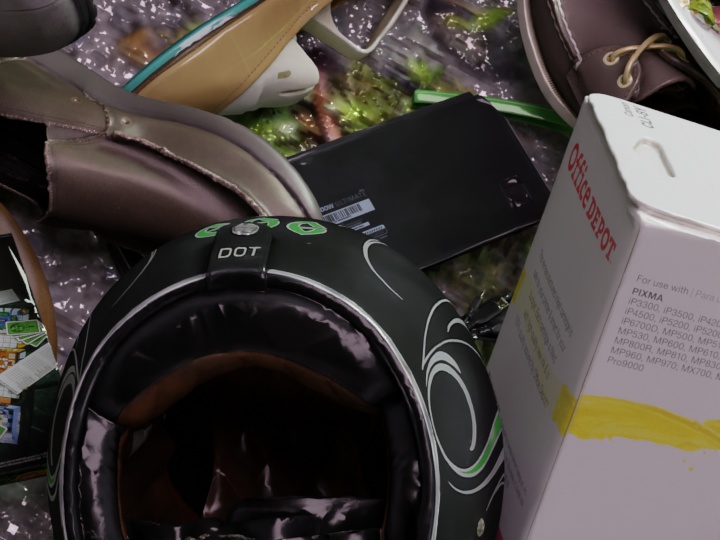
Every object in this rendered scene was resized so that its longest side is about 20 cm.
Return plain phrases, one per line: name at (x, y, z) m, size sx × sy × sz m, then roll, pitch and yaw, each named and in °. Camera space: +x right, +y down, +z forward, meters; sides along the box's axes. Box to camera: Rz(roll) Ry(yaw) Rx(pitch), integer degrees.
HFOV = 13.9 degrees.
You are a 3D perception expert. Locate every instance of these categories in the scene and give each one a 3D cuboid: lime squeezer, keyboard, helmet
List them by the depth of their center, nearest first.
helmet at (-0.033, 0.079, 1.178) m, size 0.200 × 0.191 × 0.200 m, roll 0°, pitch 88°, yaw 6°
keyboard at (0.000, 0.000, 1.322) m, size 0.200 × 0.021 × 0.127 m, roll -21°, pitch 66°, yaw -19°
lime squeezer at (0.121, -0.041, 1.388) m, size 0.200 × 0.038 × 0.071 m, roll 40°, pitch 92°, yaw 3°

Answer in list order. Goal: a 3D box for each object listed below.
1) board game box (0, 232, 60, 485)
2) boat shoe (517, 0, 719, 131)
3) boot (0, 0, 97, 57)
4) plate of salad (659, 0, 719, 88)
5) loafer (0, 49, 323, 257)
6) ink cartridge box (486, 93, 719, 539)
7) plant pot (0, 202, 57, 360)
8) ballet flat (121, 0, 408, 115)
board game box at (-0.216, 0.049, 1.188) m, size 0.200 × 0.023 × 0.105 m, roll -10°, pitch 75°, yaw -33°
boat shoe at (0.135, -0.071, 1.342) m, size 0.072 × 0.060 × 0.200 m, roll -19°, pitch 72°, yaw -19°
boot at (-0.209, -0.085, 1.225) m, size 0.132 × 0.200 × 0.070 m, roll -47°, pitch 121°, yaw -34°
plate of salad at (0.196, -0.118, 1.384) m, size 0.200 × 0.048 × 0.200 m, roll 40°, pitch 26°, yaw -24°
loafer at (-0.109, -0.035, 1.269) m, size 0.200 × 0.073 × 0.071 m, roll 25°, pitch 45°, yaw 17°
ink cartridge box at (0.108, 0.048, 1.213) m, size 0.083 × 0.200 × 0.145 m, roll 14°, pitch 21°, yaw -11°
plant pot at (-0.224, 0.019, 1.246) m, size 0.200 × 0.027 × 0.200 m, roll 7°, pitch 62°, yaw -14°
ballet flat at (-0.027, -0.114, 1.354) m, size 0.200 × 0.069 × 0.063 m, roll -43°, pitch 97°, yaw -29°
